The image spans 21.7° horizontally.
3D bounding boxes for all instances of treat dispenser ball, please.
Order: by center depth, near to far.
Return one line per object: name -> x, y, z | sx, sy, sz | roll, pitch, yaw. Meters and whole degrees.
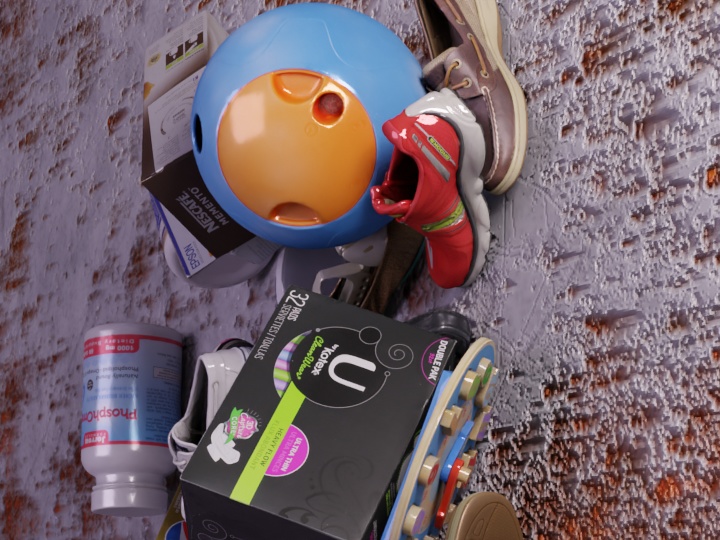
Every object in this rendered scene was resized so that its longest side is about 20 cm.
treat dispenser ball -> -0.038, -0.118, 1.538 | 0.201, 0.200, 0.201 | -26, 60, 59

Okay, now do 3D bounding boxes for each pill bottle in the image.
pill bottle -> -0.160, -0.088, 1.926 | 0.116, 0.115, 0.200 | -62, 34, 36
pill bottle -> -0.250, 0.164, 2.051 | 0.109, 0.108, 0.201 | -27, 60, 59

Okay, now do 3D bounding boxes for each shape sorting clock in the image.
shape sorting clock -> 0.062, 0.146, 1.394 | 0.200, 0.039, 0.200 | 20, -90, -80

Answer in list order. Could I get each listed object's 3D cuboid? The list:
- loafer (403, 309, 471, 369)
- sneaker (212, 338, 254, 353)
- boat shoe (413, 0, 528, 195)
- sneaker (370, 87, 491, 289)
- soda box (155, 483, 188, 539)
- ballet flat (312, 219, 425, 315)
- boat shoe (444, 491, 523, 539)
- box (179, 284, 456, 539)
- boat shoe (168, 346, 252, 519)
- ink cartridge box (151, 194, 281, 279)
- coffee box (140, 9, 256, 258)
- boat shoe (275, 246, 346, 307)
loafer -> 0.025, 0.070, 1.565 | 0.200, 0.068, 0.071 | -36, 38, 50
sneaker -> -0.094, 0.149, 1.783 | 0.087, 0.074, 0.200 | -44, 50, 52
boat shoe -> 0.080, -0.152, 1.505 | 0.072, 0.072, 0.200 | -43, 49, 52
sneaker -> 0.049, -0.058, 1.471 | 0.077, 0.085, 0.200 | 54, 161, 41
soda box -> -0.176, 0.304, 1.804 | 0.200, 0.068, 0.064 | -69, -6, -45
ballet flat -> 0.000, 0.000, 1.629 | 0.200, 0.072, 0.068 | -63, 34, 33
boat shoe -> 0.077, 0.263, 1.405 | 0.063, 0.073, 0.201 | 2, 86, 61
box -> -0.029, 0.140, 1.446 | 0.124, 0.148, 0.200 | 90, -158, -51
boat shoe -> -0.145, 0.156, 1.732 | 0.074, 0.065, 0.200 | 48, 130, 51
ink cartridge box -> -0.098, -0.093, 1.773 | 0.200, 0.041, 0.200 | -38, 37, 7
coffee box -> -0.136, -0.126, 1.707 | 0.080, 0.114, 0.200 | -29, 37, 19
boat shoe -> -0.050, 0.056, 1.727 | 0.070, 0.071, 0.201 | -31, 61, 58
